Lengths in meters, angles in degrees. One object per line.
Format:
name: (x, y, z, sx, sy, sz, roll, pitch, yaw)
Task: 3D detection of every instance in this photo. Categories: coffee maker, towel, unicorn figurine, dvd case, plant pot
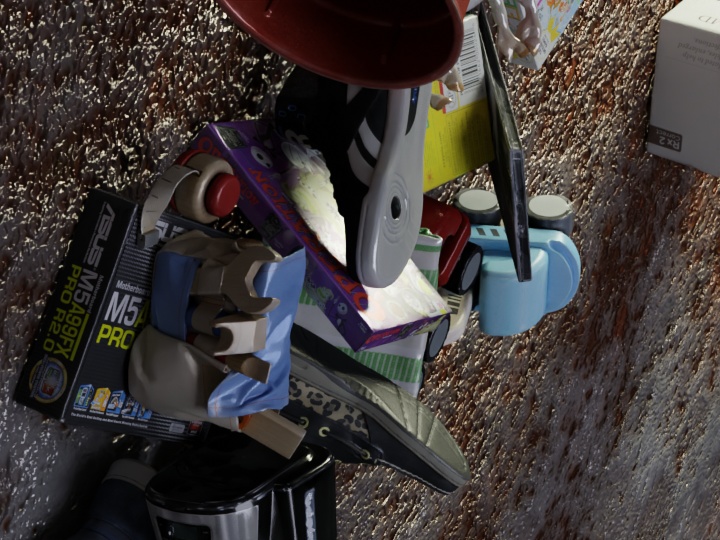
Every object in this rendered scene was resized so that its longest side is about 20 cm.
coffee maker: (-0.078, 0.225, 1.617, 0.192, 0.134, 0.201, -56, 144, -71)
towel: (-0.023, 0.054, 1.704, 0.023, 0.152, 0.201, -101, -159, -69)
unicorn figurine: (0.076, -0.210, 1.639, 0.200, 0.138, 0.074, -31, -172, -5)
dvd case: (0.118, -0.111, 1.866, 0.200, 0.016, 0.149, -100, -179, -46)
plant pot: (0.013, -0.265, 1.534, 0.196, 0.200, 0.201, -65, 153, -27)

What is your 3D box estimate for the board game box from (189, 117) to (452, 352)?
board game box: (-0.028, -0.030, 1.605, 0.032, 0.200, 0.120, -48, 163, 31)

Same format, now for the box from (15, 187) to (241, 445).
box: (-0.151, 0.038, 1.576, 0.200, 0.044, 0.161, 21, 90, -63)

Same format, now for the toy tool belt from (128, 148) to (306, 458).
toy tool belt: (-0.080, 0.025, 1.517, 0.125, 0.123, 0.201, -27, 130, -53)

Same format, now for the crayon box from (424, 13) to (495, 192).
crayon box: (0.032, -0.127, 1.756, 0.200, 0.051, 0.127, -25, 111, -54)

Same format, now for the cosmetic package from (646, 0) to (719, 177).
cosmetic package: (0.425, -0.211, 2.327, 0.200, 0.164, 0.165, -39, 140, -46)

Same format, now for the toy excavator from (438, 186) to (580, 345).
toy excavator: (0.097, 0.019, 1.937, 0.200, 0.194, 0.100, -80, 172, -56)

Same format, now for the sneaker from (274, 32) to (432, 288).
sneaker: (-0.013, -0.079, 1.597, 0.073, 0.112, 0.201, 46, 49, -57)

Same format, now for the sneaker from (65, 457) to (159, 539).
sneaker: (-0.178, 0.259, 1.628, 0.146, 0.077, 0.203, -60, 144, -38)

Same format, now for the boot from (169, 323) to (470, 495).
boot: (-0.033, 0.145, 1.692, 0.154, 0.203, 0.074, -52, -169, 17)

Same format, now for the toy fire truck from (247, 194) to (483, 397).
toy fire truck: (0.000, 0.000, 1.771, 0.176, 0.128, 0.200, -63, 162, -14)

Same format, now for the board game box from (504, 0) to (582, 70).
board game box: (0.157, -0.291, 1.927, 0.135, 0.034, 0.200, -57, 150, -23)
